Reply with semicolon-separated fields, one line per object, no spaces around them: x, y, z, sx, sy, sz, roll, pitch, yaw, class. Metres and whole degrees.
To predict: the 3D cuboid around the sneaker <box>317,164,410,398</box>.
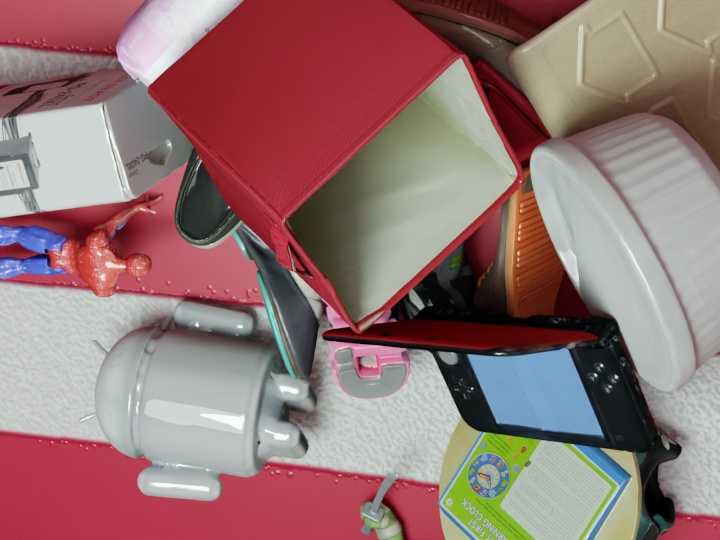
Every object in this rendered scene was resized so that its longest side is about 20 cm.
0.000;0.000;1.618;0.078;0.096;0.202;-1;117;5;sneaker

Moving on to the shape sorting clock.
0.147;0.186;1.641;0.199;0.039;0.202;-8;76;36;shape sorting clock

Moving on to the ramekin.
0.212;-0.022;1.446;0.094;0.202;0.203;-29;102;-7;ramekin

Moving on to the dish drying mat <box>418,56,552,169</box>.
0.139;-0.083;1.572;0.200;0.018;0.077;41;136;-18;dish drying mat

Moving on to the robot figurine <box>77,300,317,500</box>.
-0.139;0.111;1.682;0.198;0.113;0.171;9;72;9;robot figurine

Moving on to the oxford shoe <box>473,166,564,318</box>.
0.120;0.008;1.596;0.073;0.071;0.202;23;122;42;oxford shoe

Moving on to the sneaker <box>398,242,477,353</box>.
0.054;-0.022;1.608;0.070;0.083;0.201;0;110;13;sneaker

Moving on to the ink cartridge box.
-0.252;-0.103;1.604;0.198;0.145;0.084;-7;107;20;ink cartridge box

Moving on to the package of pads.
-0.100;-0.227;1.534;0.076;0.121;0.200;41;106;-14;package of pads

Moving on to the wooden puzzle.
0.234;-0.150;1.512;0.199;0.046;0.186;-31;117;9;wooden puzzle

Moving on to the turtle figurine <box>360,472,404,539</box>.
-0.015;0.269;1.700;0.193;0.200;0.145;-19;70;22;turtle figurine

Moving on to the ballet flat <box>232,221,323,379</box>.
-0.066;-0.012;1.634;0.073;0.073;0.201;-27;84;20;ballet flat

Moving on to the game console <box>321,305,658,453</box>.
0.098;0.090;1.513;0.199;0.119;0.173;4;127;46;game console

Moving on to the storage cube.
-0.015;-0.100;1.464;0.200;0.171;0.180;-43;55;-7;storage cube

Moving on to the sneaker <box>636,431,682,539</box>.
0.219;0.224;1.666;0.079;0.071;0.202;13;110;12;sneaker

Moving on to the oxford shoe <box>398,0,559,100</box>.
0.100;-0.169;1.552;0.198;0.071;0.074;20;115;5;oxford shoe

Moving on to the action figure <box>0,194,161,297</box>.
-0.244;-0.024;1.692;0.199;0.099;0.066;9;117;33;action figure

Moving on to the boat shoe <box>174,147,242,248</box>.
-0.097;-0.110;1.580;0.072;0.068;0.201;32;100;13;boat shoe
